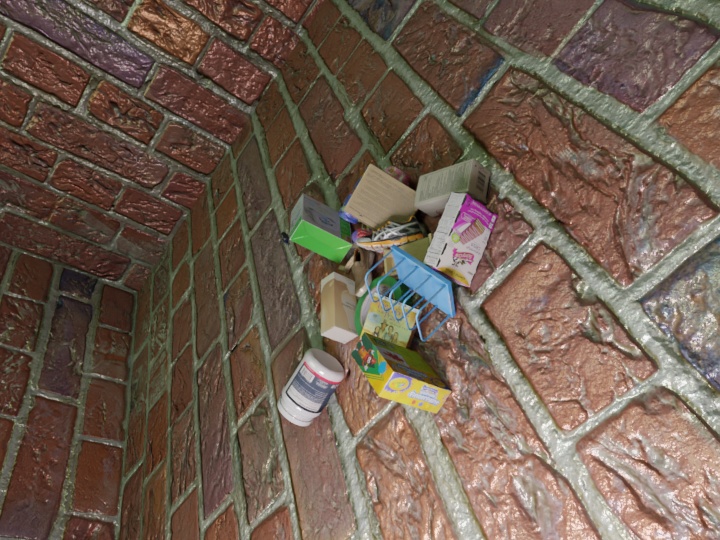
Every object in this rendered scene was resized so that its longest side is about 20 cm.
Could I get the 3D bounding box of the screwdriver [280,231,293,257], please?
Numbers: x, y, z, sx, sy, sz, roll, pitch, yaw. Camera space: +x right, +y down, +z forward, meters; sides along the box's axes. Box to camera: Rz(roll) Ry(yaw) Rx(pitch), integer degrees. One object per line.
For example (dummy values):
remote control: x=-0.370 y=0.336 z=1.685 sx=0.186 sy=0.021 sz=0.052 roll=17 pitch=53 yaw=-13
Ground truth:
screwdriver: x=-0.307 y=-0.102 z=2.169 sx=0.029 sy=0.028 sz=0.201 roll=-26 pitch=39 yaw=3

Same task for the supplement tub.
supplement tub: x=-0.152 y=0.354 z=1.585 sx=0.201 sy=0.139 sz=0.140 roll=-57 pitch=35 yaw=11

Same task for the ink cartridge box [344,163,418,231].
ink cartridge box: x=0.075 y=-0.201 z=1.582 sx=0.166 sy=0.199 sz=0.075 roll=-58 pitch=-5 yaw=9

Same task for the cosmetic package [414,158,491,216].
cosmetic package: x=0.255 y=-0.226 z=1.450 sx=0.199 sy=0.087 sz=0.105 roll=-7 pitch=65 yaw=50

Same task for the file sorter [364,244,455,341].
file sorter: x=0.123 y=0.059 z=1.320 sx=0.122 sy=0.140 sz=0.199 roll=-40 pitch=51 yaw=-18

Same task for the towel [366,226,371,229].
towel: x=0.095 y=-0.176 z=1.697 sx=0.199 sy=0.018 sz=0.087 roll=-37 pitch=49 yaw=33

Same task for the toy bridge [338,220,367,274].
toy bridge: x=-0.015 y=-0.082 z=1.773 sx=0.067 sy=0.027 sz=0.203 roll=15 pitch=82 yaw=55

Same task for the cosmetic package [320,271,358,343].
cosmetic package: x=-0.068 y=0.118 z=1.654 sx=0.071 sy=0.104 sz=0.202 roll=-33 pitch=47 yaw=36

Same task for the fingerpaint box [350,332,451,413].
fingerpaint box: x=0.096 y=0.250 z=1.267 sx=0.074 sy=0.198 sz=0.167 roll=-57 pitch=36 yaw=11

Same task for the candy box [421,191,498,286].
candy box: x=0.254 y=-0.078 z=1.317 sx=0.061 sy=0.135 sz=0.202 roll=19 pitch=86 yaw=56

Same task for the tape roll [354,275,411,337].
tape roll: x=0.064 y=0.117 z=1.525 sx=0.199 sy=0.048 sz=0.203 roll=-32 pitch=46 yaw=39

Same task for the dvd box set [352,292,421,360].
dvd box set: x=0.072 y=0.178 z=1.421 sx=0.145 sy=0.029 sz=0.203 roll=21 pitch=94 yaw=28

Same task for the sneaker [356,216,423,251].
sneaker: x=0.083 y=-0.105 z=1.518 sx=0.197 sy=0.078 sz=0.079 roll=-9 pitch=83 yaw=9

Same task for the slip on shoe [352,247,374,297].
slip on shoe: x=0.000 y=0.000 z=1.624 sx=0.076 sy=0.060 sz=0.201 roll=-45 pitch=22 yaw=39

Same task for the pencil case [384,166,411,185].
pencil case: x=0.082 y=-0.227 z=1.657 sx=0.086 sy=0.082 sz=0.202 roll=34 pitch=100 yaw=50

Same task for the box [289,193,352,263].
box: x=-0.137 y=-0.144 z=1.796 sx=0.097 sy=0.198 sz=0.178 roll=-51 pitch=25 yaw=29

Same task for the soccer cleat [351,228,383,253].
soccer cleat: x=0.029 y=-0.101 z=1.665 sx=0.199 sy=0.076 sz=0.067 roll=27 pitch=91 yaw=47

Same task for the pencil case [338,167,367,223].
pencil case: x=0.005 y=-0.257 z=1.805 sx=0.201 sy=0.086 sz=0.078 roll=-56 pitch=40 yaw=15

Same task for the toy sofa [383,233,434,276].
toy sofa: x=0.163 y=-0.039 z=1.470 sx=0.199 sy=0.097 sz=0.084 roll=-16 pitch=75 yaw=47
